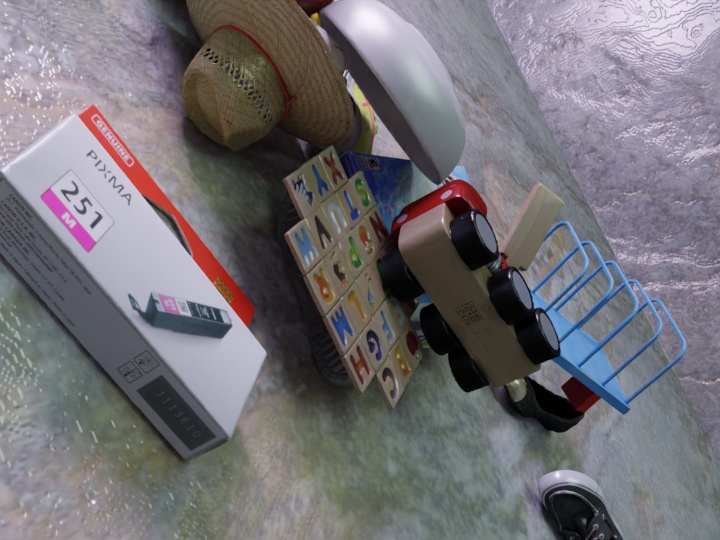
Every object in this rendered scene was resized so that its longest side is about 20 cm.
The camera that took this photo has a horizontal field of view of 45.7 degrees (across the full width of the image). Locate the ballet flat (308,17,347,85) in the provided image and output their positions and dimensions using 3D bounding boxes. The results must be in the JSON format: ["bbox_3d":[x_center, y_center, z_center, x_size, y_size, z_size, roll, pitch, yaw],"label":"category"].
[{"bbox_3d":[-0.045,-0.188,0.803,0.200,0.066,0.070,88,9,-78],"label":"ballet flat"}]

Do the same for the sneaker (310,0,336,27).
[{"bbox_3d":[-0.056,-0.299,1.024,0.198,0.077,0.084,26,44,-41],"label":"sneaker"}]

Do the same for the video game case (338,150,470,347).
[{"bbox_3d":[0.071,-0.021,0.881,0.179,0.045,0.203,2,61,-43],"label":"video game case"}]

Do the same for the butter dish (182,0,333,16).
[{"bbox_3d":[-0.103,-0.284,0.794,0.198,0.196,0.151,15,73,-59],"label":"butter dish"}]

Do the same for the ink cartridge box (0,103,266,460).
[{"bbox_3d":[-0.133,-0.009,0.552,0.201,0.043,0.174,54,25,-19],"label":"ink cartridge box"}]

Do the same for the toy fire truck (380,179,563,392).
[{"bbox_3d":[0.121,-0.020,0.801,0.177,0.127,0.201,52,27,-24],"label":"toy fire truck"}]

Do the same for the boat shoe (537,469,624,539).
[{"bbox_3d":[0.276,0.319,1.038,0.201,0.069,0.067,55,20,-35],"label":"boat shoe"}]

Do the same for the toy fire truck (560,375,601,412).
[{"bbox_3d":[0.242,0.090,1.166,0.140,0.049,0.202,25,29,-41],"label":"toy fire truck"}]

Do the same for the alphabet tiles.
[{"bbox_3d":[0.000,0.003,0.700,0.203,0.006,0.167,66,26,-12],"label":"alphabet tiles"}]

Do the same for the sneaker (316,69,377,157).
[{"bbox_3d":[-0.019,-0.182,0.972,0.091,0.077,0.203,51,29,-42],"label":"sneaker"}]

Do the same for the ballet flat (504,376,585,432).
[{"bbox_3d":[0.238,0.165,1.133,0.199,0.056,0.067,34,34,-49],"label":"ballet flat"}]

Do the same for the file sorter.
[{"bbox_3d":[0.296,0.054,1.095,0.199,0.123,0.140,35,23,-20],"label":"file sorter"}]

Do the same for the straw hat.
[{"bbox_3d":[-0.103,-0.152,0.714,0.085,0.200,0.202,-51,118,-21],"label":"straw hat"}]

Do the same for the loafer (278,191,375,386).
[{"bbox_3d":[-0.020,0.005,0.753,0.069,0.074,0.204,24,52,-61],"label":"loafer"}]

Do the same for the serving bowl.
[{"bbox_3d":[0.042,-0.183,0.822,0.202,0.065,0.200,54,1,-1],"label":"serving bowl"}]
